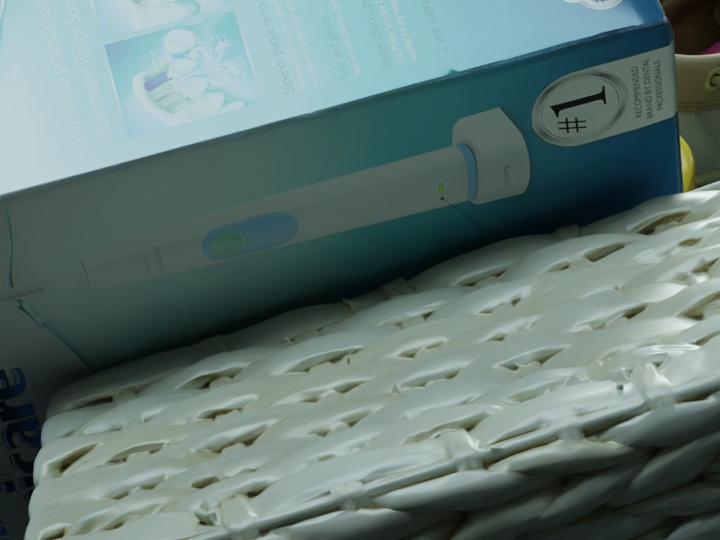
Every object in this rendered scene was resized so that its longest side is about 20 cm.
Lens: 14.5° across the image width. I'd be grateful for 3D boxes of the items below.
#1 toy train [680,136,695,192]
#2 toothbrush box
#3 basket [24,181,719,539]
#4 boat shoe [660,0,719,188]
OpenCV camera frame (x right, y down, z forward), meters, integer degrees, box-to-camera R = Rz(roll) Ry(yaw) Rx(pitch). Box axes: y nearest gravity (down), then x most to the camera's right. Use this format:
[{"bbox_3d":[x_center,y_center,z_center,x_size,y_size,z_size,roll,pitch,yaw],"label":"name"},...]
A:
[{"bbox_3d":[0.048,0.022,0.801,0.150,0.056,0.200,-40,60,-19],"label":"toy train"},{"bbox_3d":[-0.025,-0.013,0.709,0.200,0.146,0.085,-17,49,-3],"label":"toothbrush box"},{"bbox_3d":[0.031,0.071,0.635,0.200,0.123,0.136,-17,19,2],"label":"basket"},{"bbox_3d":[0.145,-0.086,0.915,0.074,0.069,0.200,26,45,30],"label":"boat shoe"}]
